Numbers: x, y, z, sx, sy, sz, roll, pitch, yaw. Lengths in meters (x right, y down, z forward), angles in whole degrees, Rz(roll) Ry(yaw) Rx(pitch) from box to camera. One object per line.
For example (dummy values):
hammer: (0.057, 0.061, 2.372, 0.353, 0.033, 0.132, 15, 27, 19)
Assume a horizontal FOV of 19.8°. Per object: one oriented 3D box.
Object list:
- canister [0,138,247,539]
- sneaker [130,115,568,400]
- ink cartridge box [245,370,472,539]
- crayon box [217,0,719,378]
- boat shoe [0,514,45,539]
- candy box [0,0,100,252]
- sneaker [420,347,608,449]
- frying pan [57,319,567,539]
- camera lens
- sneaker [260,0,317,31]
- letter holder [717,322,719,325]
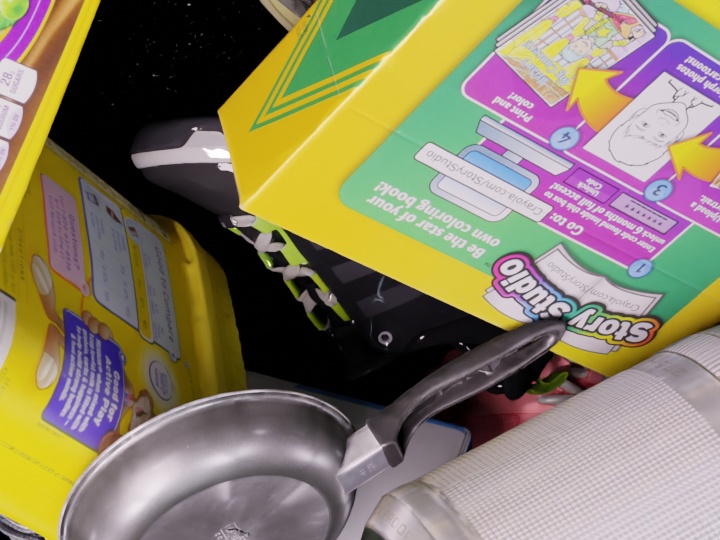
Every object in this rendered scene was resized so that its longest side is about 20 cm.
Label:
canister: (-0.129, 0.014, 0.746, 0.086, 0.149, 0.200, -24, 145, 19)
sneaker: (0.000, 0.000, 0.808, 0.199, 0.072, 0.083, 19, 85, -16)
ink cartridge box: (-0.031, 0.141, 0.907, 0.144, 0.084, 0.201, 13, 142, 13)
crayon box: (0.082, -0.057, 0.714, 0.199, 0.058, 0.172, 25, 125, -35)
boat shoe: (-0.136, 0.091, 0.896, 0.071, 0.068, 0.201, -16, 134, 2)
candy box: (-0.117, -0.114, 0.607, 0.102, 0.026, 0.201, 21, 90, -29)
sneaker: (0.092, 0.043, 0.894, 0.073, 0.087, 0.201, 15, 127, -26)
frying pan: (-0.015, 0.081, 0.747, 0.189, 0.031, 0.115, -10, 137, -18)
camera lens: (0.110, 0.117, 0.733, 0.199, 0.160, 0.160, -26, 135, -11)
sneaker: (0.028, -0.063, 0.797, 0.199, 0.077, 0.088, 28, 137, -28)
letter holder: (0.202, 0.063, 0.900, 0.200, 0.143, 0.100, -41, 129, 23)
